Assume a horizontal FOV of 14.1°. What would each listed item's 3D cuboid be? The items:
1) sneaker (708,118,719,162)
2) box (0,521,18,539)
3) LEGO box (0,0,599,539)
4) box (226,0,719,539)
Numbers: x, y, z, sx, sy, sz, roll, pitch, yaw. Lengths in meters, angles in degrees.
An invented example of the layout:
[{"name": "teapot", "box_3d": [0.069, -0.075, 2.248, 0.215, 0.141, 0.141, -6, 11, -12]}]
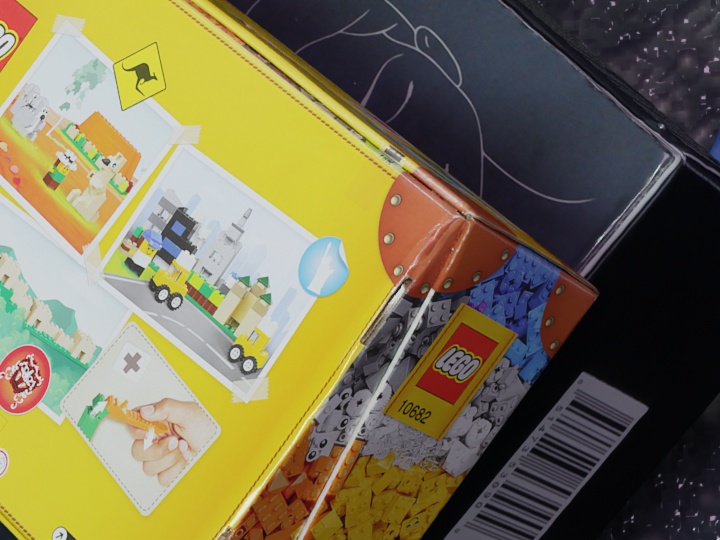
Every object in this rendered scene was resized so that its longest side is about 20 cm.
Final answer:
[{"name": "sneaker", "box_3d": [0.143, -0.069, 0.976, 0.200, 0.077, 0.111, -48, 60, 4]}, {"name": "box", "box_3d": [-0.131, 0.087, 0.962, 0.041, 0.119, 0.201, -19, 69, 10]}, {"name": "LEGO box", "box_3d": [-0.057, 0.003, 0.835, 0.200, 0.077, 0.149, 40, 97, 35]}, {"name": "box", "box_3d": [0.000, 0.000, 0.921, 0.200, 0.124, 0.197, -50, 57, 8]}]
